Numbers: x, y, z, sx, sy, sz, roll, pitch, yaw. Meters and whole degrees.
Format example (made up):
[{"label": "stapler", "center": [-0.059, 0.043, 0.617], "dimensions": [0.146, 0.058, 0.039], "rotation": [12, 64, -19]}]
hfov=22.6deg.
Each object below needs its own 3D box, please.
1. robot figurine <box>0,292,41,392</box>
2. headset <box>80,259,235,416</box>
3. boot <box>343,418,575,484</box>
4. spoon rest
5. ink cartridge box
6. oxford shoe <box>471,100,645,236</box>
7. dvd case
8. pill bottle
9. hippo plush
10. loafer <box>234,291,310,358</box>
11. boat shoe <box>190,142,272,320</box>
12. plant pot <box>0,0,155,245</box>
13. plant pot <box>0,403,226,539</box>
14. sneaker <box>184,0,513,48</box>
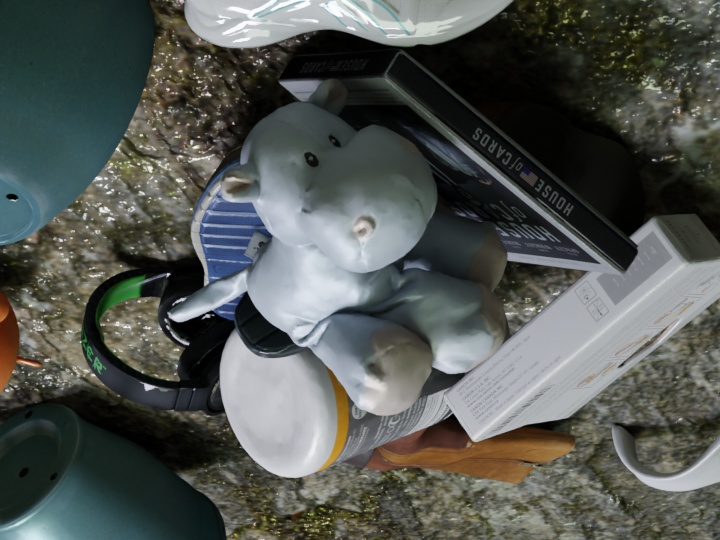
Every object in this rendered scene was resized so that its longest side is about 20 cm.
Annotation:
[{"label": "robot figurine", "center": [-0.338, 0.043, 1.337], "dimensions": [0.199, 0.117, 0.144], "rotation": [30, 101, -40]}, {"label": "headset", "center": [-0.104, 0.038, 1.327], "dimensions": [0.198, 0.124, 0.094], "rotation": [-1, 135, -25]}, {"label": "boot", "center": [0.092, 0.143, 1.539], "dimensions": [0.198, 0.069, 0.188], "rotation": [12, 149, -19]}, {"label": "spoon rest", "center": [0.315, 0.149, 1.544], "dimensions": [0.198, 0.061, 0.099], "rotation": [-14, 148, 28]}, {"label": "ink cartridge box", "center": [0.173, 0.039, 1.269], "dimensions": [0.200, 0.045, 0.176], "rotation": [-42, 163, 22]}, {"label": "oxford shoe", "center": [0.125, -0.065, 1.185], "dimensions": [0.071, 0.072, 0.200], "rotation": [18, 170, 42]}, {"label": "dvd case", "center": [0.057, -0.065, 1.090], "dimensions": [0.200, 0.025, 0.150], "rotation": [38, 168, -23]}, {"label": "pill bottle", "center": [0.007, 0.066, 1.284], "dimensions": [0.199, 0.117, 0.116], "rotation": [-18, 168, -40]}, {"label": "hippo plush", "center": [-0.003, -0.036, 1.054], "dimensions": [0.199, 0.159, 0.162], "rotation": [26, 142, 31]}, {"label": "loafer", "center": [0.000, 0.000, 1.197], "dimensions": [0.199, 0.073, 0.072], "rotation": [-32, 170, -20]}, {"label": "boat shoe", "center": [-0.078, -0.039, 1.213], "dimensions": [0.071, 0.073, 0.200], "rotation": [5, 152, -7]}, {"label": "plant pot", "center": [-0.225, -0.095, 1.059], "dimensions": [0.198, 0.136, 0.201], "rotation": [1, 151, 1]}, {"label": "plant pot", "center": [-0.252, 0.224, 1.599], "dimensions": [0.199, 0.201, 0.188], "rotation": [-15, 132, 28]}, {"label": "sneaker", "center": [-0.005, -0.169, 0.980], "dimensions": [0.198, 0.071, 0.081], "rotation": [-4, 141, 6]}]
